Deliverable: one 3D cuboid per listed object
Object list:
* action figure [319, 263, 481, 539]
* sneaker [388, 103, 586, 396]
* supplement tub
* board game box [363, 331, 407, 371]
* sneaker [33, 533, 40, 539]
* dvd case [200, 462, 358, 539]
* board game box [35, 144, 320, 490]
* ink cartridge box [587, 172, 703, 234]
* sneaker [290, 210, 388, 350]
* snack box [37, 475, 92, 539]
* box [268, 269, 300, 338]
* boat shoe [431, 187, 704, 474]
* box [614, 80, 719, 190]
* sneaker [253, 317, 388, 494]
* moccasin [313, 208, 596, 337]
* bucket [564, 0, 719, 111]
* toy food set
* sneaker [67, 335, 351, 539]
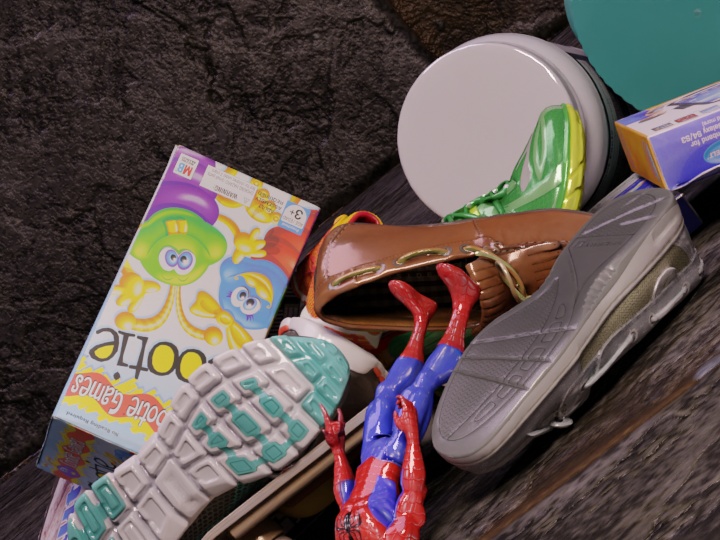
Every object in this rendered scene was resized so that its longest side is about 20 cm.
[{"bbox_3d":[0.015,0.091,1.392,0.065,0.052,0.200,-16,50,42],"label":"action figure"},{"bbox_3d":[0.080,-0.015,1.611,0.200,0.083,0.074,-64,3,5],"label":"sneaker"},{"bbox_3d":[0.112,-0.090,1.790,0.140,0.140,0.200,-38,-10,15],"label":"supplement tub"},{"bbox_3d":[0.020,0.061,1.750,0.200,0.046,0.152,-32,4,12],"label":"board game box"},{"bbox_3d":[-0.183,0.199,1.844,0.115,0.075,0.200,-49,14,1],"label":"sneaker"},{"bbox_3d":[-0.084,0.185,1.709,0.200,0.025,0.150,-43,7,-28],"label":"dvd case"},{"bbox_3d":[-0.115,0.042,1.646,0.105,0.103,0.200,120,173,-65],"label":"board game box"},{"bbox_3d":[0.162,-0.018,1.631,0.095,0.037,0.200,-40,3,4],"label":"ink cartridge box"},{"bbox_3d":[0.000,0.000,1.645,0.200,0.073,0.077,-126,54,-81],"label":"sneaker"},{"bbox_3d":[-0.183,0.163,1.676,0.072,0.024,0.200,-36,34,53],"label":"snack box"},{"bbox_3d":[-0.107,0.072,1.835,0.200,0.086,0.164,0,-81,-82],"label":"box"},{"bbox_3d":[0.116,0.040,1.396,0.074,0.065,0.202,-1,40,50],"label":"boat shoe"},{"bbox_3d":[0.227,-0.091,1.598,0.119,0.042,0.200,-21,4,1],"label":"box"},{"bbox_3d":[-0.040,0.095,1.587,0.082,0.077,0.200,-60,-1,-25],"label":"sneaker"},{"bbox_3d":[0.073,0.007,1.493,0.078,0.201,0.074,-84,-5,-51],"label":"moccasin"},{"bbox_3d":[0.242,-0.201,1.755,0.207,0.207,0.135,-36,12,38],"label":"bucket"},{"bbox_3d":[-0.003,0.128,1.524,0.200,0.060,0.143,-38,-6,8],"label":"toy food set"},{"bbox_3d":[-0.081,0.103,1.509,0.200,0.078,0.091,-38,-9,18],"label":"sneaker"}]
